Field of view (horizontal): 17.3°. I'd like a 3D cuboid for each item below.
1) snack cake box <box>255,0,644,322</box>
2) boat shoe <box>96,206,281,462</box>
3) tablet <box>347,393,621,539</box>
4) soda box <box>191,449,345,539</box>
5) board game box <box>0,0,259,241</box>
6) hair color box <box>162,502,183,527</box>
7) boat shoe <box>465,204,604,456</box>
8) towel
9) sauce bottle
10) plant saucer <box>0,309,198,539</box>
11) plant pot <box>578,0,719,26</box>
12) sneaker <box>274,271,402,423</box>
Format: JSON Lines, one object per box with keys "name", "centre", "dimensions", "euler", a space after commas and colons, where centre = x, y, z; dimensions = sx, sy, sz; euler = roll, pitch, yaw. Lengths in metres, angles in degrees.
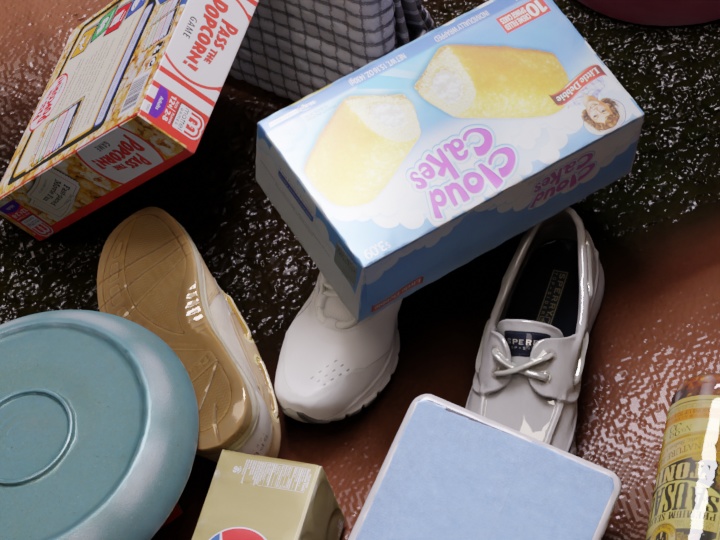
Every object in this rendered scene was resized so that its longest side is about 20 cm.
{"name": "snack cake box", "centre": [0.051, -0.071, 1.381], "dimensions": [0.199, 0.067, 0.115], "euler": [-29, 65, -19]}
{"name": "boat shoe", "centre": [-0.102, 0.046, 1.434], "dimensions": [0.074, 0.069, 0.201], "euler": [-34, 48, 10]}
{"name": "tablet", "centre": [0.049, 0.179, 1.307], "dimensions": [0.129, 0.014, 0.201], "euler": [22, 75, 13]}
{"name": "soda box", "centre": [-0.070, 0.204, 1.317], "dimensions": [0.064, 0.068, 0.201], "euler": [8, 59, 19]}
{"name": "board game box", "centre": [-0.147, -0.116, 1.497], "dimensions": [0.200, 0.046, 0.152], "euler": [-23, 39, 52]}
{"name": "hair color box", "centre": [-0.217, 0.154, 1.393], "dimensions": [0.199, 0.061, 0.102], "euler": [-35, 53, -11]}
{"name": "boat shoe", "centre": [0.100, 0.053, 1.380], "dimensions": [0.071, 0.066, 0.201], "euler": [10, 59, 20]}
{"name": "towel", "centre": [-0.047, -0.199, 1.530], "dimensions": [0.199, 0.166, 0.086], "euler": [22, 56, 25]}
{"name": "sauce bottle", "centre": [0.186, 0.154, 1.290], "dimensions": [0.066, 0.066, 0.201], "euler": [3, 56, 16]}
{"name": "plant saucer", "centre": [-0.191, 0.101, 1.363], "dimensions": [0.199, 0.027, 0.201], "euler": [-9, 53, 12]}
{"name": "plant pot", "centre": [0.199, -0.287, 1.519], "dimensions": [0.198, 0.179, 0.201], "euler": [-6, 56, 9]}
{"name": "sneaker", "centre": [0.000, 0.000, 1.429], "dimensions": [0.074, 0.087, 0.201], "euler": [17, 63, 22]}
